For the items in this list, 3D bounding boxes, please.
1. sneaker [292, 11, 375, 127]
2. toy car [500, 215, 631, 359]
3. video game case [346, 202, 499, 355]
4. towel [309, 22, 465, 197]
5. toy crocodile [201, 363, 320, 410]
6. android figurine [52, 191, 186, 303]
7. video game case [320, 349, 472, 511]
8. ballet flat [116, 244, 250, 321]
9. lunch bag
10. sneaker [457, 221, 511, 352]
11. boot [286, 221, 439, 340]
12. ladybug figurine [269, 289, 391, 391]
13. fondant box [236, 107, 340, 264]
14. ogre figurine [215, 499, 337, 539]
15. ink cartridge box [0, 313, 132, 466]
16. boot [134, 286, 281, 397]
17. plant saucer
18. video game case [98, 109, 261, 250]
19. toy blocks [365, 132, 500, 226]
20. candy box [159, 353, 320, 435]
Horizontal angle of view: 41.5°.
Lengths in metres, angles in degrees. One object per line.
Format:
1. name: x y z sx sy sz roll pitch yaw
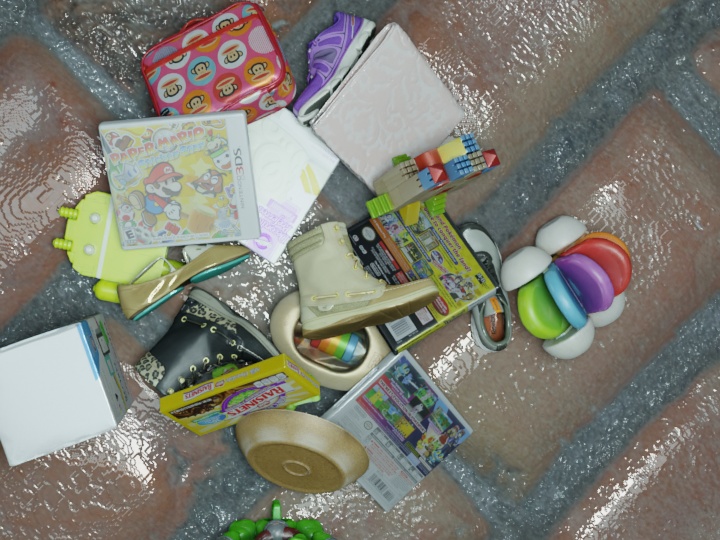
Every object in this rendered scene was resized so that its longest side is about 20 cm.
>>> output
1. sneaker: -0.051 -0.292 1.374 0.083 0.081 0.201 24 63 7
2. toy car: 0.318 0.018 1.382 0.200 0.150 0.176 -37 97 -30
3. video game case: 0.074 -0.005 1.383 0.180 0.026 0.201 -30 69 -10
4. towel: 0.041 -0.221 1.370 0.191 0.032 0.200 -50 131 -3
5. toy crocodile: -0.155 0.178 1.370 0.198 0.062 0.068 -3 116 14
6. android figurine: -0.341 -0.044 1.375 0.198 0.041 0.184 13 91 -9
7. video game case: 0.049 0.235 1.403 0.182 0.023 0.200 -42 118 -4
8. ballet flat: -0.253 0.000 1.340 0.199 0.069 0.063 -29 87 -8
9. lunch bag: -0.203 -0.285 1.341 0.199 0.082 0.177 -26 70 5
10. sneaker: 0.190 0.024 1.419 0.073 0.079 0.202 -15 92 -4
11. boot: 0.000 0.000 1.331 0.198 0.073 0.157 -17 70 9
12. ladybug figurine: -0.040 0.101 1.398 0.199 0.072 0.137 28 88 -7
13. fondant box: -0.133 -0.130 1.387 0.144 0.058 0.201 32 89 -6
14. ogre figurine: -0.118 0.394 1.376 0.198 0.120 0.099 -18 98 -4
15. ink cartridge box: -0.410 0.153 1.293 0.145 0.200 0.148 -19 94 -7
16. boot: -0.208 0.133 1.338 0.203 0.074 0.154 34 75 24
17. plant saucer: -0.087 0.266 1.344 0.198 0.201 0.036 21 51 -7
18. video game case: -0.246 -0.122 1.309 0.198 0.023 0.184 -5 114 1
19. toy blocks: 0.117 -0.142 1.333 0.199 0.136 0.101 -21 86 -35
20. candy box: -0.165 0.173 1.301 0.198 0.102 0.027 -21 56 17
